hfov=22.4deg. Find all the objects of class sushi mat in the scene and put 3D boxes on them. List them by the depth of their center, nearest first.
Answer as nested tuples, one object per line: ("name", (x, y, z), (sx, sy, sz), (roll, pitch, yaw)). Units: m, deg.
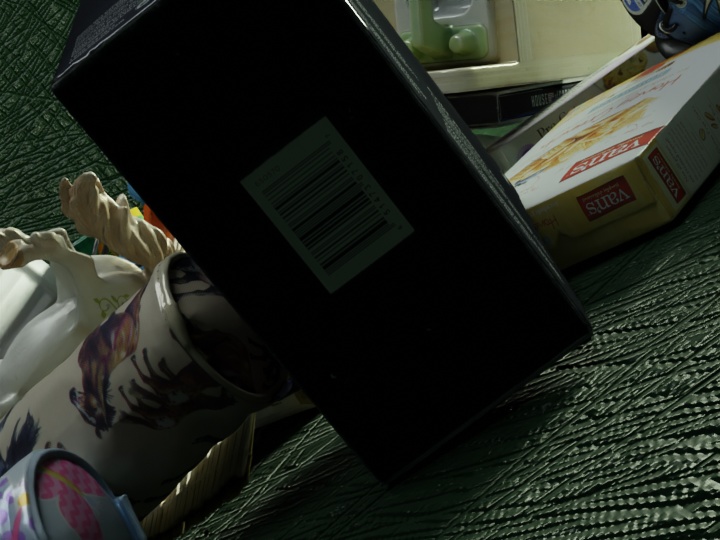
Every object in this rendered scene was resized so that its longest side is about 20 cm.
("sushi mat", (-0.074, 0.040, 0.873), (0.095, 0.012, 0.201), (-35, 34, 35))

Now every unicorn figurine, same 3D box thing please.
("unicorn figurine", (-0.168, 0.044, 0.924), (0.199, 0.074, 0.137), (-35, -38, 22))

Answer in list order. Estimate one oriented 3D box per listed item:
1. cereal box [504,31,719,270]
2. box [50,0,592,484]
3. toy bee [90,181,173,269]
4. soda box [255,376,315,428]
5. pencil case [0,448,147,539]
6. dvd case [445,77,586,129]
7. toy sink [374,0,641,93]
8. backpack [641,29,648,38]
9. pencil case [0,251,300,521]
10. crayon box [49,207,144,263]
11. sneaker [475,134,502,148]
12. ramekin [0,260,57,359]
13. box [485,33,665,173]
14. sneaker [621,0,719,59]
("cereal box", (0.126, -0.055, 0.904), (0.143, 0.040, 0.200), (-26, 10, 39))
("box", (-0.017, -0.048, 0.733), (0.104, 0.200, 0.182), (-36, 17, 8))
("toy bee", (-0.090, -0.011, 1.064), (0.201, 0.108, 0.132), (-79, 1, -51))
("soda box", (0.000, 0.000, 0.976), (0.063, 0.068, 0.200), (-23, 13, 47))
("pencil case", (-0.180, 0.152, 0.734), (0.199, 0.084, 0.091), (-32, -22, 14))
("dvd case", (0.060, -0.108, 1.210), (0.149, 0.025, 0.200), (-3, 7, 26))
("toy sink", (0.065, -0.168, 1.117), (0.130, 0.113, 0.199), (-1, 8, 40))
("backpack", (0.236, -0.257, 1.352), (0.177, 0.151, 0.199), (-37, 13, -33))
("pencil case", (-0.115, 0.081, 0.797), (0.200, 0.078, 0.089), (-43, -32, 23))
("crayon box", (-0.145, 0.022, 1.226), (0.058, 0.119, 0.200), (-33, 4, -2))
("sneaker", (0.011, -0.030, 1.168), (0.198, 0.106, 0.075), (-5, -7, -10))
("ramekin", (-0.271, 0.079, 1.185), (0.202, 0.203, 0.094), (-30, 19, 24))
("box", (0.165, -0.111, 1.092), (0.199, 0.042, 0.039), (-34, 7, -11))
("sneaker", (0.179, -0.158, 0.947), (0.089, 0.079, 0.200), (-21, -25, 3))
